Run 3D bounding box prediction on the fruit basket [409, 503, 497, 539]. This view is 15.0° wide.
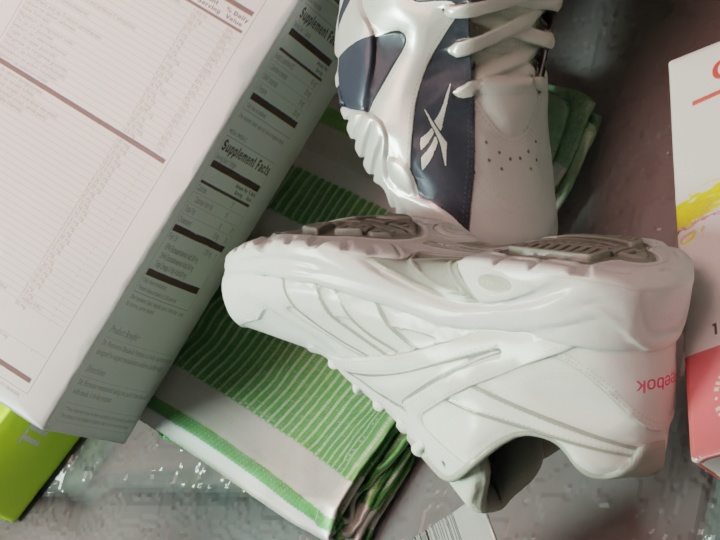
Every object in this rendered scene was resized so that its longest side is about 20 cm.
[{"bbox_3d":[-0.007,0.204,0.947,0.200,0.094,0.185,-41,44,29],"label":"fruit basket"}]

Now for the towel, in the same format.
[{"bbox_3d":[0.000,0.000,1.098,0.152,0.023,0.200,27,85,48],"label":"towel"}]

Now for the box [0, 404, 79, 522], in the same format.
[{"bbox_3d":[-0.132,-0.003,1.201,0.200,0.048,0.122,-52,45,6],"label":"box"}]

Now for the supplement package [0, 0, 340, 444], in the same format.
[{"bbox_3d":[-0.101,-0.046,1.088,0.114,0.110,0.200,32,91,14],"label":"supplement package"}]

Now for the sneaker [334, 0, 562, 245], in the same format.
[{"bbox_3d":[0.053,-0.108,0.996,0.130,0.079,0.200,-35,59,50],"label":"sneaker"}]

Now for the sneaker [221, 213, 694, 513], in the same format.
[{"bbox_3d":[0.025,0.034,0.950,0.200,0.078,0.100,8,102,44],"label":"sneaker"}]

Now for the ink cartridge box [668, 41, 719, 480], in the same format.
[{"bbox_3d":[0.170,-0.028,0.928,0.116,0.067,0.200,-21,53,31],"label":"ink cartridge box"}]
